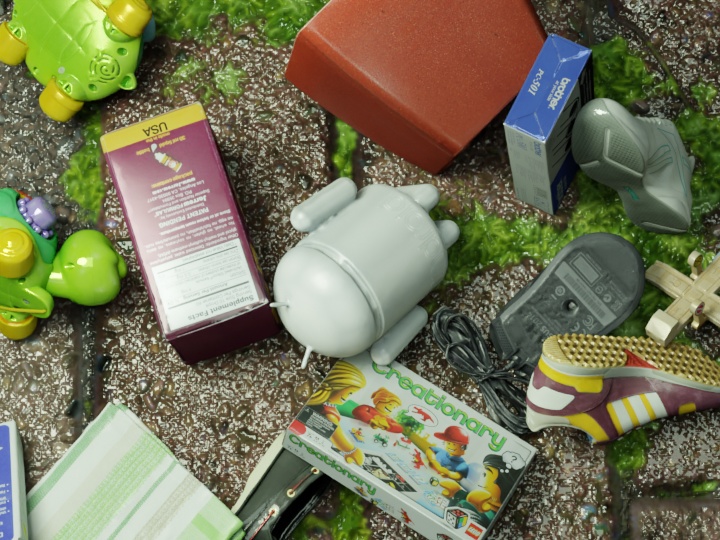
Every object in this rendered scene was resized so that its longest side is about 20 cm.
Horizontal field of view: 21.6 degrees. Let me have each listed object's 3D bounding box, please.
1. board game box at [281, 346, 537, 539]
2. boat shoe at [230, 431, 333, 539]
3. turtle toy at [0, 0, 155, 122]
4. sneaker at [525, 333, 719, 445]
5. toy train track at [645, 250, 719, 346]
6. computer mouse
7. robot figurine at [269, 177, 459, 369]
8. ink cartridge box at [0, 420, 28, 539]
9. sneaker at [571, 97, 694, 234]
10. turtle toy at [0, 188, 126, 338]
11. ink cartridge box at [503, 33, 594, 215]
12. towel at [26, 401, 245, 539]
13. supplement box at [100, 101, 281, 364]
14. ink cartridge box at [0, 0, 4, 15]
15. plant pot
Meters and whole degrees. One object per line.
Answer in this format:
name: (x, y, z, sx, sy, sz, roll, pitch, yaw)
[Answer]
board game box: (0.045, 0.160, 1.701, 0.199, 0.035, 0.126, 31, 52, 9)
boat shoe: (-0.095, 0.243, 1.692, 0.063, 0.074, 0.202, 30, 75, 17)
turtle toy: (-0.276, -0.244, 1.803, 0.200, 0.101, 0.146, 48, 108, 11)
sneaker: (0.242, 0.113, 1.711, 0.198, 0.075, 0.091, 9, 116, -18)
toy train track: (0.334, -0.011, 1.738, 0.200, 0.033, 0.114, -43, 54, -18)
computer mouse: (0.174, 0.042, 1.743, 0.200, 0.053, 0.139, -39, 87, 2)
robot figurine: (0.000, 0.000, 1.711, 0.200, 0.113, 0.170, -42, 107, -28)
ink cartridge box: (-0.392, 0.233, 1.669, 0.196, 0.047, 0.201, -13, 40, -2)
sneaker: (0.249, -0.110, 1.716, 0.070, 0.200, 0.081, 3, 66, 33)
turtle toy: (-0.314, -0.016, 1.736, 0.198, 0.146, 0.102, 25, 57, 8)
ink cartridge box: (0.173, -0.128, 1.705, 0.044, 0.200, 0.095, 25, 79, 14)
towel: (-0.208, 0.226, 1.688, 0.149, 0.031, 0.200, -48, 55, -5)
supplement box: (-0.154, -0.032, 1.733, 0.102, 0.131, 0.202, -19, 77, -2)
ink cartridge box: (-0.431, -0.350, 1.846, 0.144, 0.083, 0.202, -7, 76, 1)
plant pot: (0.064, -0.203, 1.744, 0.200, 0.200, 0.176, -44, 91, -8)
